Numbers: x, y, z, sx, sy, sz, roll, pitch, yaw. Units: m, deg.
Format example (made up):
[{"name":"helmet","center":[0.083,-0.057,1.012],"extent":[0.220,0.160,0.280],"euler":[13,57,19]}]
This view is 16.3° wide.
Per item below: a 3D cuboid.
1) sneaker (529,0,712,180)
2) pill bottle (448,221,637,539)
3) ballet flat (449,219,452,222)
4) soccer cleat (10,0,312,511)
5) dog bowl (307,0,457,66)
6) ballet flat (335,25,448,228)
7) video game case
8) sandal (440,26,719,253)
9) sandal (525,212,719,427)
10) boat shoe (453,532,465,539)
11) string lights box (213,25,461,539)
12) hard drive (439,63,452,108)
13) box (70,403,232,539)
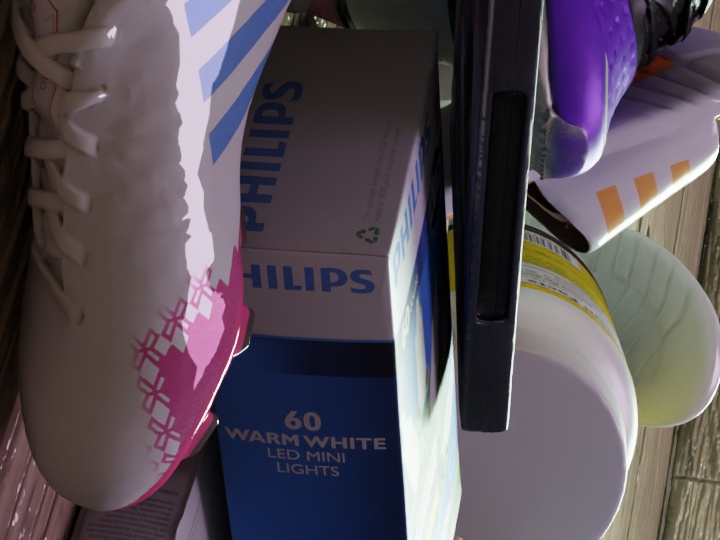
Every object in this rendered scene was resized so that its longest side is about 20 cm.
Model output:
[{"name":"sneaker","center":[0.102,-0.115,0.896],"extent":[0.070,0.099,0.200],"euler":[91,5,-50]},{"name":"pill bottle","center":[0.055,0.052,1.043],"extent":[0.200,0.114,0.115],"euler":[-84,178,-77]},{"name":"ballet flat","center":[0.062,-0.103,1.195],"extent":[0.068,0.067,0.201],"euler":[9,87,-86]},{"name":"soccer cleat","center":[-0.065,-0.041,0.649],"extent":[0.086,0.070,0.200],"euler":[21,81,-50]},{"name":"dog bowl","center":[0.023,-0.176,0.948],"extent":[0.200,0.074,0.201],"euler":[6,90,-78]},{"name":"ballet flat","center":[0.000,0.000,0.956],"extent":[0.072,0.072,0.200],"euler":[75,23,-61]},{"name":"video game case","center":[0.041,-0.068,0.774],"extent":[0.200,0.019,0.143],"euler":[90,0,-47]},{"name":"sandal","center":[0.059,-0.034,0.930],"extent":[0.079,0.206,0.059],"euler":[-134,-153,-56]},{"name":"sandal","center":[0.106,0.013,1.191],"extent":[0.050,0.203,0.083],"euler":[17,100,-43]},{"name":"boat shoe","center":[0.015,0.155,0.974],"extent":[0.068,0.075,0.200],"euler":[-60,157,-20]},{"name":"string lights box","center":[-0.007,0.034,0.779],"extent":[0.103,0.059,0.200],"euler":[-77,167,-46]},{"name":"hard drive","center":[0.074,-0.139,1.067],"extent":[0.200,0.026,0.132],"euler":[-177,-86,-66]},{"name":"box","center":[-0.055,0.121,0.827],"extent":[0.200,0.036,0.145],"euler":[82,18,-47]}]
